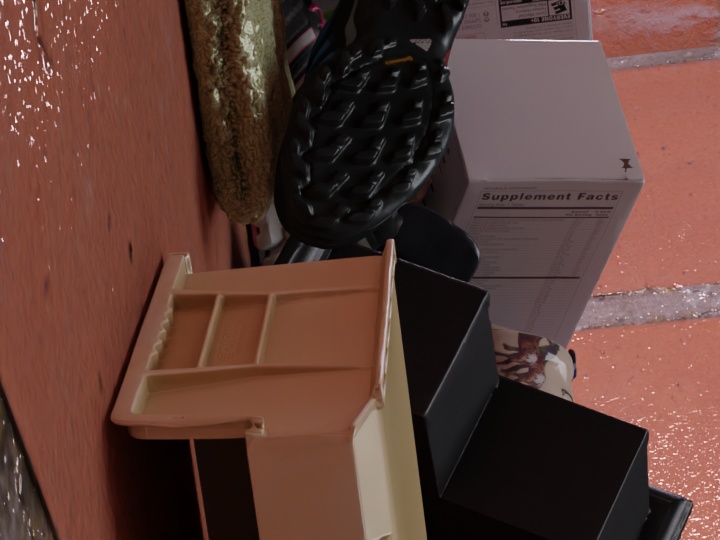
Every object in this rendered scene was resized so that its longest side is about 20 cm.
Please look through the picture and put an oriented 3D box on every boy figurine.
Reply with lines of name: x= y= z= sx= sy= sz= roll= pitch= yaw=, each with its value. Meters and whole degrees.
boy figurine: x=0.000 y=0.000 z=1.464 sx=0.125 sy=0.064 sz=0.200 roll=-63 pitch=-166 yaw=-5

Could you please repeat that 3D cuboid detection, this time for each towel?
towel: x=-0.058 y=-0.131 z=1.213 sx=0.148 sy=0.036 sz=0.202 roll=-76 pitch=160 yaw=-76

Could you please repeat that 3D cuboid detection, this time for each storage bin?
storage bin: x=-0.023 y=0.114 z=0.952 sx=0.199 sy=0.093 sz=0.202 roll=-81 pitch=165 yaw=-72

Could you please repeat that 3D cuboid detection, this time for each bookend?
bookend: x=0.057 y=0.076 z=1.293 sx=0.092 sy=0.198 sz=0.200 roll=-61 pitch=158 yaw=-26

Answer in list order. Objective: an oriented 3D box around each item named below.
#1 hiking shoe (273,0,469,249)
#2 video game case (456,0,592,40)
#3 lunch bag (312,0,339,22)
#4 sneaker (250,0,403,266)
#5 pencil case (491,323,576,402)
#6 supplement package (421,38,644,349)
hiking shoe: x=0.004 y=-0.074 z=1.223 sx=0.087 sy=0.074 sz=0.201 roll=-59 pitch=-174 yaw=48
video game case: x=0.066 y=-0.126 z=1.812 sx=0.046 sy=0.198 sz=0.182 roll=-94 pitch=177 yaw=-53
lunch bag: x=-0.016 y=-0.166 z=1.524 sx=0.200 sy=0.082 sz=0.162 roll=-88 pitch=168 yaw=-70
sneaker: x=-0.018 y=-0.094 z=1.364 sx=0.074 sy=0.087 sz=0.202 roll=67 pitch=18 yaw=-77
pencil case: x=0.087 y=0.132 z=1.425 sx=0.089 sy=0.077 sz=0.201 roll=44 pitch=36 yaw=-48
supplement package: x=0.078 y=-0.031 z=1.534 sx=0.201 sy=0.113 sz=0.110 roll=111 pitch=-27 yaw=-49
